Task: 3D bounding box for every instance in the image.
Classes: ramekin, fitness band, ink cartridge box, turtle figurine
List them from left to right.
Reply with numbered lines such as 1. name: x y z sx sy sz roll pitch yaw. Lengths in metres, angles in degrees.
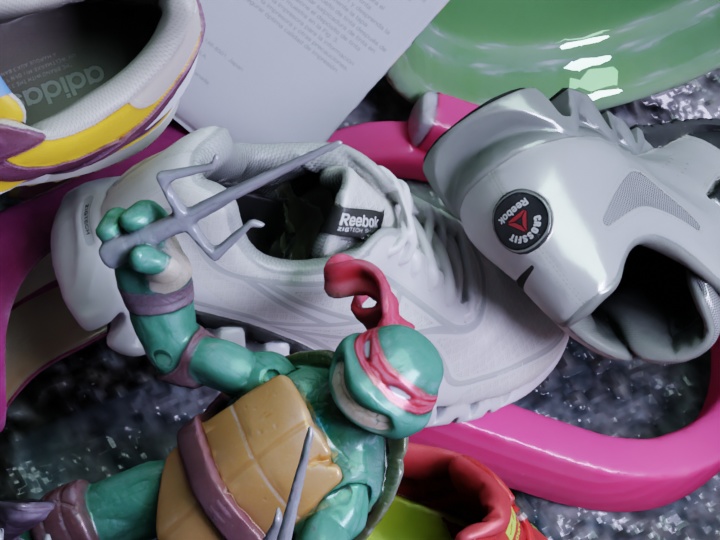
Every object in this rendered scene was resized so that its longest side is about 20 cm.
1. turtle figurine: -0.040 0.065 0.793 0.101 0.200 0.150 20 35 -49
2. ink cartridge box: -0.008 -0.130 0.882 0.109 0.200 0.050 39 31 -7
3. fitness band: 0.059 0.011 0.984 0.199 0.037 0.144 19 52 -12
4. ramekin: 0.089 -0.147 0.997 0.199 0.200 0.098 -5 64 -29

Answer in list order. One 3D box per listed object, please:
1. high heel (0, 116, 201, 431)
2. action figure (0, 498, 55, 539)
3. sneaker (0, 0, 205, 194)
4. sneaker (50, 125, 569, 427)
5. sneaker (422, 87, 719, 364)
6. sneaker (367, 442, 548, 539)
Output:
1. high heel: -0.090 0.015 0.885 0.096 0.068 0.200 18 37 4
2. action figure: -0.121 0.163 0.737 0.130 0.069 0.201 4 84 -45
3. sneaker: -0.139 -0.042 0.787 0.200 0.090 0.075 -30 83 -17
4. sneaker: 0.000 0.000 0.881 0.199 0.081 0.075 11 54 -36
5. sneaker: 0.100 -0.004 0.916 0.200 0.074 0.089 2 53 -55
6. sneaker: 0.038 0.104 0.877 0.199 0.085 0.077 25 51 -9
